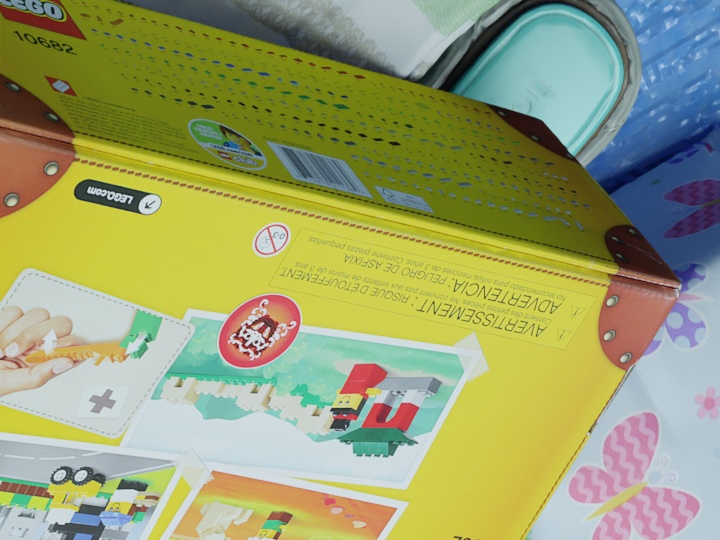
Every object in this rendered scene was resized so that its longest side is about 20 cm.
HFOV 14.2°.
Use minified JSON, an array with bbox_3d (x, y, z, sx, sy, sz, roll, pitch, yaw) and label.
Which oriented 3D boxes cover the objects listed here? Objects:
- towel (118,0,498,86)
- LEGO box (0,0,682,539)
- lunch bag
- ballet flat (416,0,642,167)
[{"bbox_3d":[-0.064,-0.062,0.700,0.149,0.031,0.200,30,133,-25],"label":"towel"},{"bbox_3d":[-0.048,0.025,0.664,0.199,0.077,0.149,13,118,-38],"label":"LEGO box"},{"bbox_3d":[0.103,0.084,0.936,0.169,0.127,0.201,-31,113,-15],"label":"lunch bag"},{"bbox_3d":[0.000,0.000,0.796,0.067,0.064,0.200,43,87,-13],"label":"ballet flat"}]
